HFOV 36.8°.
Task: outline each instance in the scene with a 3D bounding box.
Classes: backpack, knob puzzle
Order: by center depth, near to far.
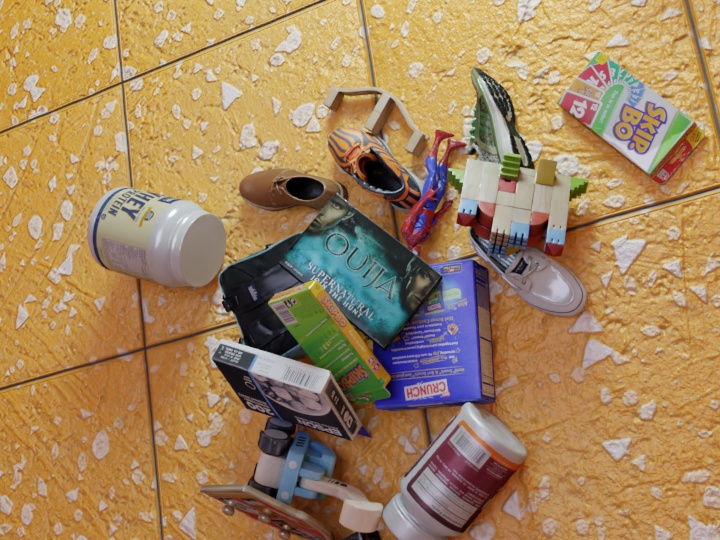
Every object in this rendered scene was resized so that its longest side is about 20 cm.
[{"bbox_3d":[-0.125,0.368,1.582,0.218,0.220,0.031,10,64,28],"label":"knob puzzle"},{"bbox_3d":[-0.089,0.038,1.645,0.199,0.153,0.177,-31,72,24],"label":"backpack"}]

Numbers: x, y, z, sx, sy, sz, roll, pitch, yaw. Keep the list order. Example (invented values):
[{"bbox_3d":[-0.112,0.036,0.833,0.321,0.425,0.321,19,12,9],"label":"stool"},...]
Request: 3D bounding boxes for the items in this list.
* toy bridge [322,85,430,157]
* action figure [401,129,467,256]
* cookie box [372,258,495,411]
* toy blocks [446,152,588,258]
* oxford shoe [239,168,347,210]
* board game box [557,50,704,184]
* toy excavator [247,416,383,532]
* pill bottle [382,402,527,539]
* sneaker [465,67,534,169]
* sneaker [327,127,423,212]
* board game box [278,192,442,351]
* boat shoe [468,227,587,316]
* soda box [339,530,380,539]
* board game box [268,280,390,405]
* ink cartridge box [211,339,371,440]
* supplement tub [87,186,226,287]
[{"bbox_3d":[0.033,-0.250,1.715,0.199,0.027,0.068,32,93,29],"label":"toy bridge"},{"bbox_3d":[0.106,-0.107,1.626,0.051,0.065,0.202,19,87,34],"label":"action figure"},{"bbox_3d":[0.104,0.098,1.577,0.170,0.075,0.202,-8,76,26],"label":"cookie box"},{"bbox_3d":[0.211,-0.078,1.511,0.198,0.100,0.138,11,54,5],"label":"toy blocks"},{"bbox_3d":[-0.122,-0.136,1.748,0.198,0.071,0.072,5,83,30],"label":"oxford shoe"},{"bbox_3d":[0.381,-0.217,1.530,0.200,0.030,0.096,44,101,25],"label":"board game box"},{"bbox_3d":[-0.063,0.305,1.583,0.198,0.195,0.101,14,99,1],"label":"toy excavator"},{"bbox_3d":[0.128,0.294,1.502,0.114,0.114,0.200,44,101,27],"label":"pill bottle"},{"bbox_3d":[0.185,-0.208,1.607,0.088,0.077,0.202,-27,66,29],"label":"sneaker"},{"bbox_3d":[0.009,-0.171,1.662,0.200,0.112,0.078,37,97,29],"label":"sneaker"},{"bbox_3d":[0.000,0.000,1.545,0.199,0.028,0.136,38,81,13],"label":"board game box"},{"bbox_3d":[0.229,-0.001,1.538,0.199,0.067,0.074,33,95,29],"label":"boat shoe"},{"bbox_3d":[-0.058,0.452,1.593,0.199,0.063,0.071,-29,67,19],"label":"soda box"},{"bbox_3d":[-0.039,0.107,1.534,0.095,0.030,0.201,-19,111,46],"label":"board game box"},{"bbox_3d":[-0.100,0.190,1.595,0.197,0.201,0.044,13,61,29],"label":"ink cartridge box"},{"bbox_3d":[-0.338,-0.053,1.799,0.198,0.145,0.146,13,86,28],"label":"supplement tub"}]
